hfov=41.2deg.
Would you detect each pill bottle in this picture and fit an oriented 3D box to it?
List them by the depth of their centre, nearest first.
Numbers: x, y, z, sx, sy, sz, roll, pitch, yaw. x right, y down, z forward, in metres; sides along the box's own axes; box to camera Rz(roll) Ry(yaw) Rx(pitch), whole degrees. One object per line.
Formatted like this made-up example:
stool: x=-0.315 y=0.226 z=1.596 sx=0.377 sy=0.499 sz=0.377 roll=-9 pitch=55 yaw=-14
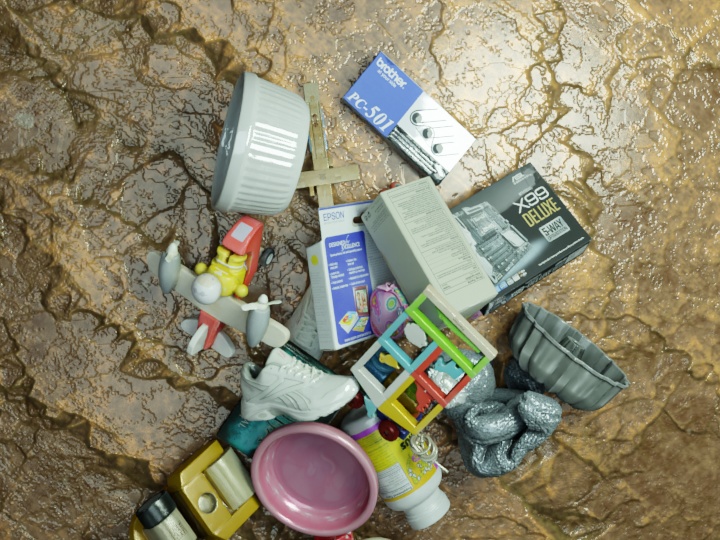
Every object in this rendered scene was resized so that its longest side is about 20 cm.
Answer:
pill bottle: x=0.059 y=0.296 z=1.488 sx=0.103 sy=0.104 sz=0.202 roll=-31 pitch=97 yaw=-1

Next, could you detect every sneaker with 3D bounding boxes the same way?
sneaker: x=-0.097 y=0.160 z=1.378 sx=0.196 sy=0.078 sz=0.101 roll=-9 pitch=102 yaw=24
sneaker: x=-0.077 y=0.073 z=1.459 sx=0.074 sy=0.100 sz=0.203 roll=25 pitch=91 yaw=6

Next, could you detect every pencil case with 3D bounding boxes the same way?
pencil case: x=0.102 y=0.047 z=1.433 sx=0.197 sy=0.087 sz=0.089 roll=-10 pitch=97 yaw=-40

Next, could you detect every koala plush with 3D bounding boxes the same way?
koala plush: x=0.171 y=0.195 z=1.458 sx=0.199 sy=0.178 sz=0.184 roll=39 pitch=101 yaw=-10

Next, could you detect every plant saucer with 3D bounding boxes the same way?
plant saucer: x=-0.066 y=0.308 z=1.452 sx=0.196 sy=0.051 sz=0.204 roll=6 pitch=116 yaw=12

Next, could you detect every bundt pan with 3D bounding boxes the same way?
bundt pan: x=0.306 y=0.139 z=1.453 sx=0.200 sy=0.202 sz=0.076 roll=34 pitch=104 yaw=-6

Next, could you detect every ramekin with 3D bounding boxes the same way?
ramekin: x=-0.145 y=-0.175 z=1.390 sx=0.103 sy=0.200 sz=0.204 roll=13 pitch=94 yaw=-15

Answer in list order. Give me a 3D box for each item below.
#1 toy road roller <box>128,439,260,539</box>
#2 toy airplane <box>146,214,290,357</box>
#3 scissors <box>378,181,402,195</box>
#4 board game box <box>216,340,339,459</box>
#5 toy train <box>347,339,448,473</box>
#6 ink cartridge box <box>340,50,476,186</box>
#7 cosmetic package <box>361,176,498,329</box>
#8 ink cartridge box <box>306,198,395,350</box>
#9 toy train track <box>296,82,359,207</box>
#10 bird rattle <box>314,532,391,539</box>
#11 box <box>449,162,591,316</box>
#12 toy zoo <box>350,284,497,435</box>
toy road roller: x=-0.268 y=0.369 z=1.478 sx=0.199 sy=0.145 sz=0.124 roll=-40 pitch=98 yaw=-38
toy airplane: x=-0.216 y=0.037 z=1.426 sx=0.196 sy=0.141 sz=0.203 roll=-17 pitch=85 yaw=15
scissors: x=0.092 y=-0.049 z=1.437 sx=0.014 sy=0.073 sz=0.202 roll=-42 pitch=74 yaw=34
board game box: x=-0.116 y=0.215 z=1.470 sx=0.134 sy=0.028 sz=0.201 roll=33 pitch=113 yaw=-6
toy train: x=0.075 y=0.193 z=1.382 sx=0.199 sy=0.116 sz=0.084 roll=42 pitch=50 yaw=12
ink cartridge box: x=0.073 y=-0.231 z=1.473 sx=0.199 sy=0.044 sz=0.094 roll=42 pitch=89 yaw=-6
cosmetic package: x=0.097 y=-0.022 z=1.364 sx=0.104 sy=0.071 sz=0.202 roll=-18 pitch=73 yaw=-34
ink cartridge box: x=0.000 y=0.000 z=1.427 sx=0.046 sy=0.196 sz=0.204 roll=-5 pitch=94 yaw=40
toy train track: x=-0.064 y=-0.185 z=1.475 sx=0.112 sy=0.033 sz=0.205 roll=-8 pitch=88 yaw=-4
bird rattle: x=0.005 y=0.488 z=1.524 sx=0.160 sy=0.113 sz=0.204 roll=-10 pitch=83 yaw=-15
box: x=0.222 y=-0.050 z=1.443 sx=0.198 sy=0.050 sz=0.159 roll=-29 pitch=70 yaw=-16
toy zoo: x=0.075 y=0.134 z=1.312 sx=0.131 sy=0.020 sz=0.201 roll=43 pitch=114 yaw=4
